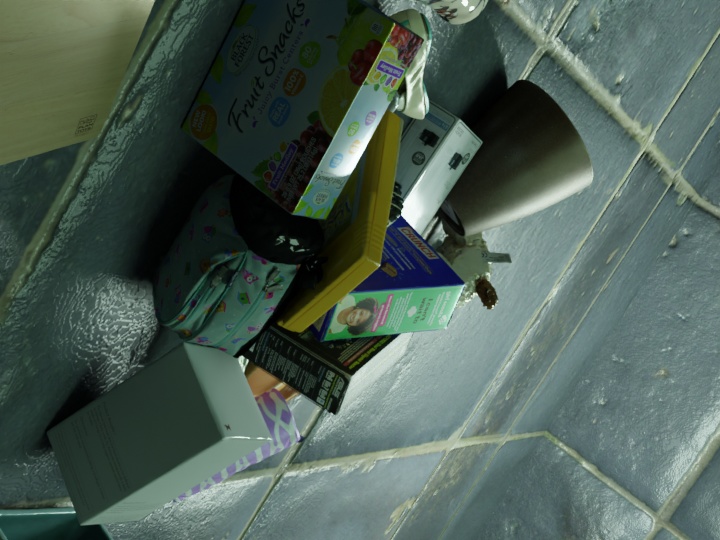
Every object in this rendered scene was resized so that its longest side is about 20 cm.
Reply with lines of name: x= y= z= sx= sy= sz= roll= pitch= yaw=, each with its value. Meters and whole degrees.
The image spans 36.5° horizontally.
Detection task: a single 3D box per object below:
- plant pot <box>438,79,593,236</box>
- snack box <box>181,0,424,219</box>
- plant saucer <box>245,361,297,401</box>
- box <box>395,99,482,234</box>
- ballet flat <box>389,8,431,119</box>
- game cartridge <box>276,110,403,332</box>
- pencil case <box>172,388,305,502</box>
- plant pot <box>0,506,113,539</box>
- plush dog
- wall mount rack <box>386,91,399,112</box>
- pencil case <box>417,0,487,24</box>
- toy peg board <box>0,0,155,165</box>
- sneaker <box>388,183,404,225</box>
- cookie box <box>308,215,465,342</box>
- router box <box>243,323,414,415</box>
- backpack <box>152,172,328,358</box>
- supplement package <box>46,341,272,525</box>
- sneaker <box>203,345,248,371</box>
plant pot: x=0.203 y=-0.146 z=1.600 sx=0.199 sy=0.187 sz=0.187 roll=-35 pitch=153 yaw=-7
snack box: x=-0.060 y=-0.178 z=1.052 sx=0.067 sy=0.168 sz=0.201 roll=8 pitch=117 yaw=-59
plant saucer: x=-0.107 y=0.128 z=1.481 sx=0.199 sy=0.038 sz=0.201 roll=-34 pitch=159 yaw=-15
box: x=0.075 y=-0.123 z=1.504 sx=0.201 sy=0.060 sz=0.116 roll=-57 pitch=156 yaw=5
ballet flat: x=0.045 y=-0.237 z=1.302 sx=0.069 sy=0.069 sz=0.200 roll=-46 pitch=161 yaw=-17
game cartridge: x=-0.024 y=-0.049 z=1.158 sx=0.176 sy=0.032 sz=0.201 roll=-41 pitch=-151 yaw=45
pencil case: x=-0.175 y=0.224 z=1.417 sx=0.199 sy=0.085 sz=0.085 roll=-23 pitch=103 yaw=-18
plant pot: x=-0.375 y=0.411 z=1.238 sx=0.200 sy=0.196 sz=0.196 roll=-46 pitch=157 yaw=8
plush dog: x=0.132 y=0.017 z=1.717 sx=0.200 sy=0.161 sz=0.172 roll=-40 pitch=176 yaw=-29
wall mount rack: x=-0.049 y=-0.152 z=1.231 sx=0.199 sy=0.075 sz=0.174 roll=-32 pitch=178 yaw=-39
pencil case: x=0.077 y=-0.329 z=1.220 sx=0.199 sy=0.089 sz=0.079 roll=-2 pitch=96 yaw=-61
toy peg board: x=-0.267 y=-0.178 z=0.797 sx=0.199 sy=0.098 sz=0.200 roll=-26 pitch=159 yaw=-46
sneaker: x=0.001 y=-0.085 z=1.313 sx=0.086 sy=0.077 sz=0.201 roll=-51 pitch=-165 yaw=29
cookie box: x=0.000 y=0.000 z=1.331 sx=0.199 sy=0.171 sz=0.076 roll=-3 pitch=128 yaw=-38
router box: x=-0.037 y=0.076 z=1.321 sx=0.200 sy=0.149 sz=0.063 roll=-34 pitch=150 yaw=-57
backpack: x=-0.130 y=-0.009 z=1.151 sx=0.126 sy=0.168 sz=0.200 roll=24 pitch=122 yaw=-23
supplement package: x=-0.221 y=0.182 z=1.206 sx=0.199 sy=0.118 sz=0.117 roll=-32 pitch=160 yaw=15
sneaker: x=-0.155 y=0.096 z=1.363 sx=0.089 sy=0.077 sz=0.201 roll=-39 pitch=155 yaw=-48
